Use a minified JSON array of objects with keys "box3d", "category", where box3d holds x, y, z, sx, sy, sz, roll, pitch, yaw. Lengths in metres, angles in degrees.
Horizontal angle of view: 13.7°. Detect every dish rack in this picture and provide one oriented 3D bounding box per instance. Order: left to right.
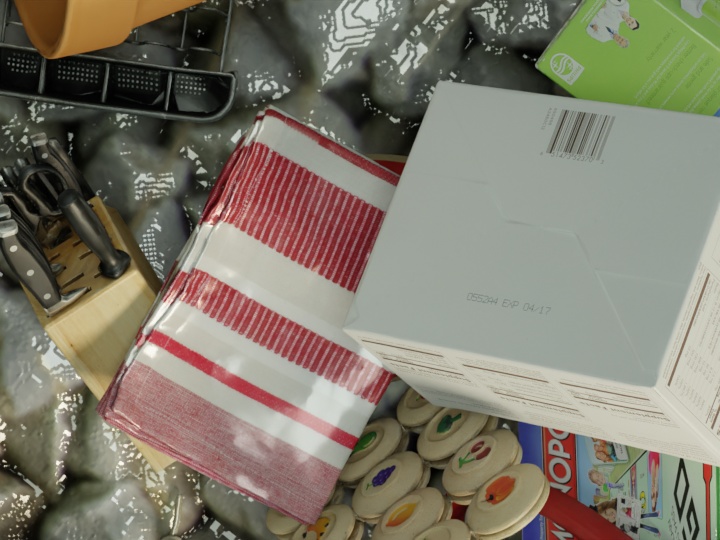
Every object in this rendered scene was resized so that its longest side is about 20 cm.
[{"box3d":[-0.137,-0.192,1.744,0.153,0.055,0.201,8,91,-1],"category":"dish rack"}]

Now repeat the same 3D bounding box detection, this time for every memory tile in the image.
[{"box3d":[0.022,0.130,1.686,0.153,0.200,0.017,-39,114,1],"category":"memory tile"}]

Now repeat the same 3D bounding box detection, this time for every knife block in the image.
[{"box3d":[-0.146,0.020,1.688,0.064,0.176,0.200,-31,92,1],"category":"knife block"}]

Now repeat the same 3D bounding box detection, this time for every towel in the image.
[{"box3d":[-0.041,0.026,1.678,0.144,0.023,0.201,28,91,-17],"category":"towel"}]

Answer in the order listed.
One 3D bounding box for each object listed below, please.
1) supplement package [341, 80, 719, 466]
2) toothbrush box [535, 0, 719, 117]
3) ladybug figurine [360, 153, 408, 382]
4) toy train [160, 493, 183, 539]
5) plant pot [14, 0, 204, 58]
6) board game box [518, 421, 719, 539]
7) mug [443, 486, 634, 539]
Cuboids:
[{"box3d":[0.120,-0.001,1.609,0.199,0.111,0.156,10,71,36],"category":"supplement package"},{"box3d":[0.217,-0.113,1.694,0.200,0.146,0.086,36,126,-1],"category":"toothbrush box"},{"box3d":[0.000,0.000,1.740,0.199,0.072,0.136,-10,91,0],"category":"ladybug figurine"},{"box3d":[-0.139,0.229,1.723,0.084,0.116,0.201,17,92,-1],"category":"toy train"},{"box3d":[-0.117,-0.224,1.634,0.139,0.200,0.201,-9,92,-16],"category":"plant pot"},{"box3d":[0.152,0.109,1.702,0.134,0.029,0.201,11,114,35],"category":"board game box"},{"box3d":[0.114,0.214,1.660,0.199,0.134,0.178,-5,128,37],"category":"mug"}]
